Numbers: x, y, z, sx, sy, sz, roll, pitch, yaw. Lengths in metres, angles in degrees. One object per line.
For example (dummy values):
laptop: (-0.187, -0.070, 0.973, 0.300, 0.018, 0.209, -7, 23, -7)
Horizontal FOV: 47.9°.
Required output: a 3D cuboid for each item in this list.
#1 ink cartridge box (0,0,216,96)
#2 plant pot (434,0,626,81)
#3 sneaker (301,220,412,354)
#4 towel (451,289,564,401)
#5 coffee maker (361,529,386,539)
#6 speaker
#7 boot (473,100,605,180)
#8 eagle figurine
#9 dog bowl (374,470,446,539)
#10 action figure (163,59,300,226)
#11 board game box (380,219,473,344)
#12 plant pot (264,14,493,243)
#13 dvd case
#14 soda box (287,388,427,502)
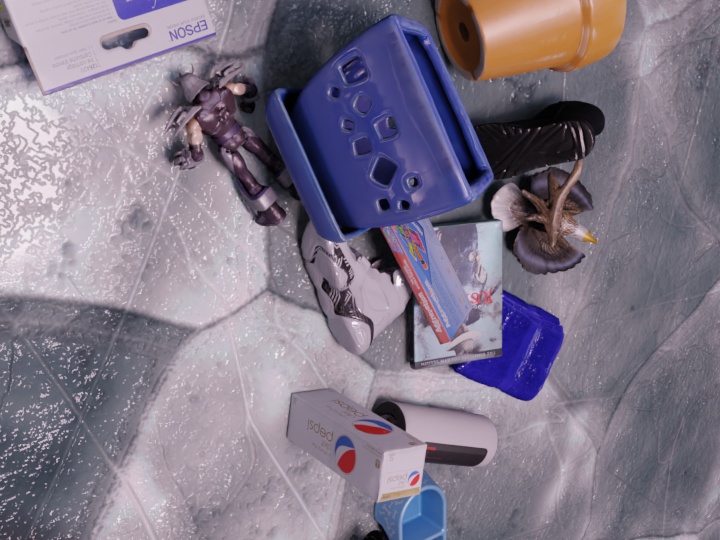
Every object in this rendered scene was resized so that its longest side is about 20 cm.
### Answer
ink cartridge box: (-0.257, -0.296, 0.775, 0.197, 0.047, 0.202, -29, 120, -30)
plant pot: (0.203, -0.336, 1.039, 0.182, 0.200, 0.202, -24, 117, -13)
sneaker: (0.000, 0.000, 1.032, 0.115, 0.075, 0.202, -34, 125, -28)
towel: (0.235, 0.116, 1.257, 0.199, 0.049, 0.149, 25, 85, -39)
coffee maker: (0.043, 0.491, 1.132, 0.200, 0.135, 0.192, 40, 119, -16)
speaker: (0.106, 0.237, 1.170, 0.199, 0.081, 0.082, 16, 92, -40)
boot: (0.242, -0.188, 1.154, 0.168, 0.198, 0.077, -43, 124, -64)
eagle figurine: (0.290, -0.075, 1.217, 0.151, 0.200, 0.152, -30, 83, 11)
dog bowl: (0.079, 0.394, 1.208, 0.111, 0.049, 0.202, -12, 109, -35)
action figure: (-0.140, -0.140, 0.893, 0.130, 0.069, 0.200, -45, 121, -11)
board game box: (0.082, -0.014, 1.055, 0.201, 0.019, 0.103, 63, 31, -9)
plant pot: (0.019, -0.144, 0.888, 0.202, 0.178, 0.200, 66, 19, -5)
dvd case: (0.135, 0.033, 1.147, 0.144, 0.022, 0.203, -6, 104, -19)
soda box: (-0.009, 0.209, 0.994, 0.068, 0.199, 0.064, 0, 102, -37)
